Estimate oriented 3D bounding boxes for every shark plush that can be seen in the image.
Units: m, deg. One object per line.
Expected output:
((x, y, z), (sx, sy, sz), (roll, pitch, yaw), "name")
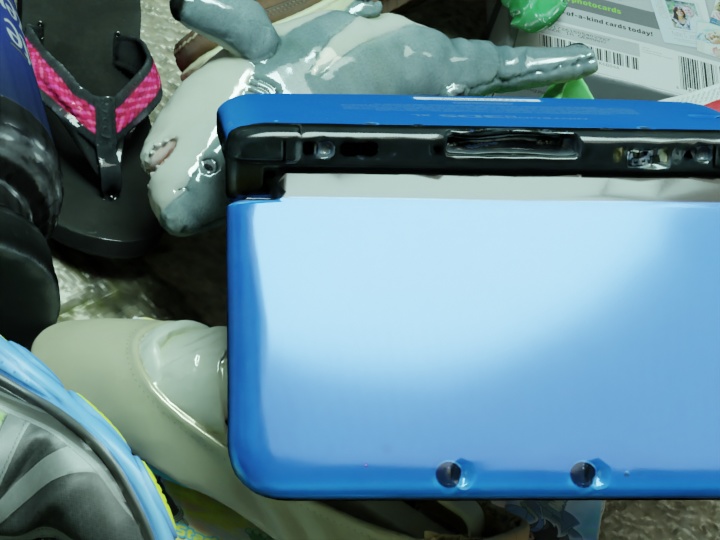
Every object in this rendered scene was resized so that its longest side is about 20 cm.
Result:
((0.001, -0.060, 0.954), (0.199, 0.091, 0.083), (-4, 47, -27), "shark plush")

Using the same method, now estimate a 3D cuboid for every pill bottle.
((-0.178, -0.055, 0.895), (0.111, 0.112, 0.200), (-1, 48, -24), "pill bottle")

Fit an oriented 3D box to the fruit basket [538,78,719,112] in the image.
((0.127, -0.020, 0.948), (0.199, 0.094, 0.185), (-11, 32, 29), "fruit basket")

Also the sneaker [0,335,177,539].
((-0.134, 0.062, 0.768), (0.200, 0.071, 0.083), (41, 74, 0), "sneaker")

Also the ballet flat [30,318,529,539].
((-0.026, 0.059, 0.817), (0.200, 0.070, 0.069), (33, 43, 10), "ballet flat")

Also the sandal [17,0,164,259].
((-0.120, -0.086, 1.000), (0.075, 0.045, 0.200), (8, 45, -19), "sandal")

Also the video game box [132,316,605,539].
((-0.017, 0.121, 0.840), (0.199, 0.047, 0.183), (21, 45, -3), "video game box")

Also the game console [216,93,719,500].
((0.048, 0.003, 0.825), (0.199, 0.119, 0.171), (1, 10, -6), "game console")

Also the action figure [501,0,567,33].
((0.068, -0.191, 1.119), (0.118, 0.055, 0.201), (22, 42, -38), "action figure")

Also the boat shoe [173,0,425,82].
((-0.029, -0.136, 1.062), (0.075, 0.075, 0.202), (58, 37, -1), "boat shoe")

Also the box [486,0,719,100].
((0.141, -0.142, 1.175), (0.155, 0.041, 0.200), (13, 45, -11), "box")
